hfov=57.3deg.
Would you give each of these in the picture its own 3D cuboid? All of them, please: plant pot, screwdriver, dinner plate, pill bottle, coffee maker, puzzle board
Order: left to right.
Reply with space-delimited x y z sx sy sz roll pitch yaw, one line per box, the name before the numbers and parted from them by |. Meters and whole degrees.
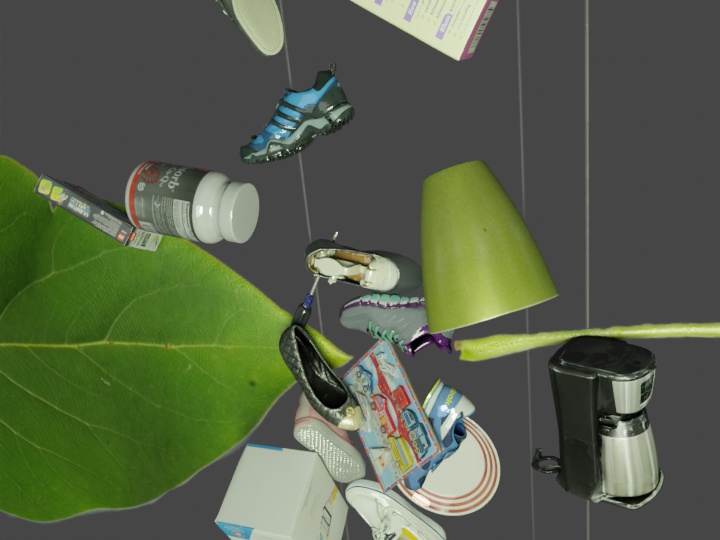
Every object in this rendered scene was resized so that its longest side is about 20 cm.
pill bottle | -0.272 -0.109 1.076 0.194 0.116 0.119 11 112 17
screwdriver | -0.078 0.026 1.093 0.028 0.029 0.204 35 118 26
puzzle board | 0.038 0.231 1.059 0.151 0.017 0.203 -46 57 36
dinner plate | 0.138 0.318 1.110 0.195 0.024 0.206 7 111 19
plant pot | 0.154 -0.038 0.909 0.183 0.186 0.206 -18 86 25
coffee maker | 0.324 0.209 0.937 0.187 0.135 0.206 -5 106 23

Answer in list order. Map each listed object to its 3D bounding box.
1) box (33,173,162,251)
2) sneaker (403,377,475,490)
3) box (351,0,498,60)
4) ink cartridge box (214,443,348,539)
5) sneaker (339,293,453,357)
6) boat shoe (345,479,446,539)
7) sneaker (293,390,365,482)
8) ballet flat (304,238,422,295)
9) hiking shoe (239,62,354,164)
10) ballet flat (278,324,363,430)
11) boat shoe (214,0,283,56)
box | -0.455 -0.099 1.153 0.197 0.110 0.035 29 91 10
sneaker | 0.121 0.275 1.050 0.080 0.074 0.205 20 115 11
box | 0.091 -0.400 0.843 0.197 0.097 0.179 31 116 8
ink cartridge box | -0.126 0.423 1.143 0.143 0.147 0.203 1 137 22
sneaker | 0.051 0.089 1.019 0.195 0.089 0.075 -5 144 23
boat shoe | 0.053 0.449 1.145 0.199 0.086 0.075 34 122 2
sneaker | -0.049 0.282 1.153 0.074 0.106 0.202 -22 128 17
ballet flat | 0.000 0.000 1.024 0.194 0.073 0.075 14 113 12
hiking shoe | -0.104 -0.228 1.001 0.196 0.074 0.089 -23 91 17
ballet flat | -0.066 0.179 1.080 0.201 0.066 0.057 49 145 8
boat shoe | -0.182 -0.408 0.977 0.202 0.071 0.067 56 154 -11
